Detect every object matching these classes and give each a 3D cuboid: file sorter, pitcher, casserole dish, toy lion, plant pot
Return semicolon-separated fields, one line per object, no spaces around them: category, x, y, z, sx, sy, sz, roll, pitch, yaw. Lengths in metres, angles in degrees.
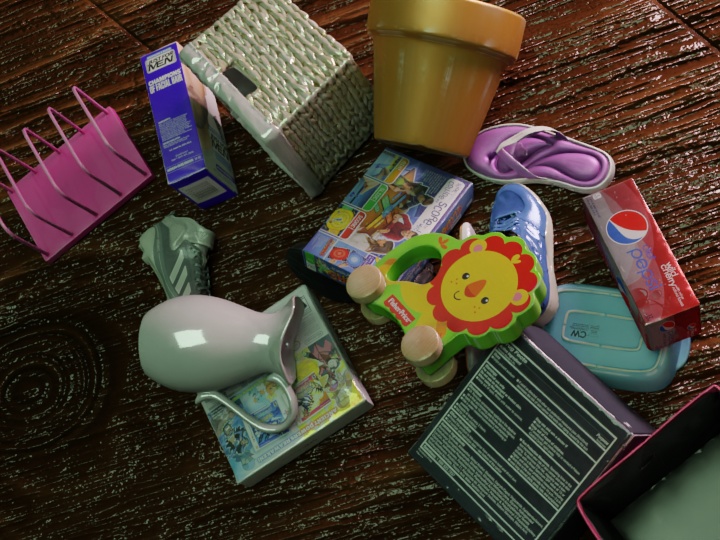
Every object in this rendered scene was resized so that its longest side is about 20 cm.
file sorter;-0.422;-0.139;1.933;0.199;0.125;0.139;-38;65;6
pitcher;-0.173;0.117;1.727;0.198;0.121;0.174;-1;86;10
casserole dish;0.293;0.076;1.647;0.198;0.039;0.122;8;77;24
toy lion;0.107;0.023;1.575;0.191;0.069;0.200;-40;48;-4
plant pot;0.094;-0.245;1.746;0.198;0.200;0.185;13;94;23

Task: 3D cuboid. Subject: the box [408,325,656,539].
box;0.201;0.199;1.580;0.200;0.123;0.199;43;106;25

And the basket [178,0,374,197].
basket;-0.096;-0.240;1.801;0.161;0.200;0.198;-45;64;1

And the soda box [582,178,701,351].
soda box;0.329;-0.008;1.614;0.069;0.064;0.201;-21;54;2

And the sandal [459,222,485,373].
sandal;0.123;0.043;1.704;0.059;0.079;0.209;-11;62;18

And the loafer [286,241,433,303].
loafer;0.000;0.000;1.772;0.198;0.073;0.072;19;47;19

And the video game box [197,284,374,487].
video game box;-0.107;0.148;1.771;0.199;0.047;0.183;-33;63;9

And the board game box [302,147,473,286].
board game box;0.037;-0.058;1.739;0.134;0.035;0.200;25;59;24

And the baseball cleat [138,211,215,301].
baseball cleat;-0.225;0.002;1.847;0.106;0.070;0.201;-39;66;6

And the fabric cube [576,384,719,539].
fabric cube;0.375;0.274;1.467;0.200;0.199;0.197;-40;66;5

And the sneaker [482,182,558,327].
sneaker;0.179;-0.038;1.665;0.076;0.111;0.202;-24;54;29

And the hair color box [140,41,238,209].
hair color box;-0.235;-0.198;1.890;0.064;0.109;0.202;-22;68;13

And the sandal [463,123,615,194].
sandal;0.222;-0.149;1.734;0.201;0.050;0.083;10;76;25
